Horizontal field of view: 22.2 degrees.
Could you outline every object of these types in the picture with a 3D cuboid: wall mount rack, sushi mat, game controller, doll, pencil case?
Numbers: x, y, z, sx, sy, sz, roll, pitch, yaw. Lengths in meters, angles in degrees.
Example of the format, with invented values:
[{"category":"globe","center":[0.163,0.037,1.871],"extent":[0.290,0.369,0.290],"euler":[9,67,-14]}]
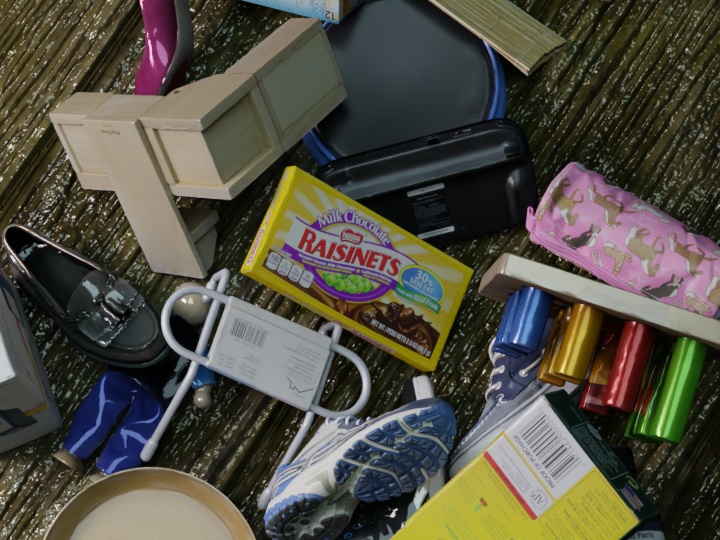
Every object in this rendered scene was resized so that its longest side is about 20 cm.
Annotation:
[{"category":"wall mount rack","center":[-0.098,0.102,1.596],"extent":[0.199,0.074,0.175],"euler":[24,72,-15]},{"category":"sushi mat","center":[0.096,-0.253,1.701],"extent":[0.199,0.012,0.096],"euler":[38,37,13]},{"category":"game controller","center":[0.059,-0.068,1.646],"extent":[0.198,0.105,0.042],"euler":[-14,34,2]},{"category":"doll","center":[-0.196,0.095,1.636],"extent":[0.136,0.049,0.201],"euler":[31,79,11]},{"category":"pencil case","center":[0.243,-0.016,1.618],"extent":[0.199,0.086,0.083],"euler":[33,109,13]}]

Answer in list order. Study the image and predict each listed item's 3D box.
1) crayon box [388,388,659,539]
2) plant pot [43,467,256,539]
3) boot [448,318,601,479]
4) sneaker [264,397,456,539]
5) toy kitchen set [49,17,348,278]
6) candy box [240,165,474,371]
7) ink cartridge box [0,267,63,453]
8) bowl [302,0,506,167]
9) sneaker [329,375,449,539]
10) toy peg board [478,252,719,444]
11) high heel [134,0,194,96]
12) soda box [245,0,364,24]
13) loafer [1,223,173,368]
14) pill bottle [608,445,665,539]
[{"category":"crayon box","center":[0.125,0.207,1.476],"extent":[0.200,0.051,0.127],"euler":[-44,73,23]},{"category":"plant pot","center":[-0.180,0.271,1.581],"extent":[0.198,0.027,0.202],"euler":[0,83,0]},{"category":"boot","center":[0.135,0.098,1.605],"extent":[0.199,0.073,0.090],"euler":[-37,70,-16]},{"category":"sneaker","center":[-0.005,0.150,1.539],"extent":[0.199,0.077,0.086],"euler":[-34,35,25]},{"category":"toy kitchen set","center":[-0.133,-0.112,1.666],"extent":[0.199,0.164,0.180],"euler":[6,39,41]},{"category":"candy box","center":[0.000,0.000,1.608],"extent":[0.199,0.026,0.103],"euler":[29,73,-23]},{"category":"ink cartridge box","center":[-0.333,0.064,1.578],"extent":[0.087,0.200,0.146],"euler":[-20,73,-5]},{"category":"bowl","center":[0.036,-0.166,1.698],"extent":[0.198,0.039,0.203],"euler":[-1,74,4]},{"category":"sneaker","center":[0.022,0.193,1.579],"extent":[0.111,0.073,0.202],"euler":[-8,72,6]},{"category":"toy peg board","center":[0.187,0.071,1.483],"extent":[0.197,0.200,0.099],"euler":[17,84,1]},{"category":"high heel","center":[-0.197,-0.233,1.693],"extent":[0.095,0.067,0.202],"euler":[23,104,6]},{"category":"soda box","center":[-0.091,-0.289,1.698],"extent":[0.198,0.069,0.064],"euler":[18,37,21]},{"category":"loafer","center":[-0.249,0.021,1.621],"extent":[0.199,0.063,0.072],"euler":[30,71,34]},{"category":"pill bottle","center":[0.203,0.253,1.528],"extent":[0.111,0.112,0.202],"euler":[-9,73,2]}]
